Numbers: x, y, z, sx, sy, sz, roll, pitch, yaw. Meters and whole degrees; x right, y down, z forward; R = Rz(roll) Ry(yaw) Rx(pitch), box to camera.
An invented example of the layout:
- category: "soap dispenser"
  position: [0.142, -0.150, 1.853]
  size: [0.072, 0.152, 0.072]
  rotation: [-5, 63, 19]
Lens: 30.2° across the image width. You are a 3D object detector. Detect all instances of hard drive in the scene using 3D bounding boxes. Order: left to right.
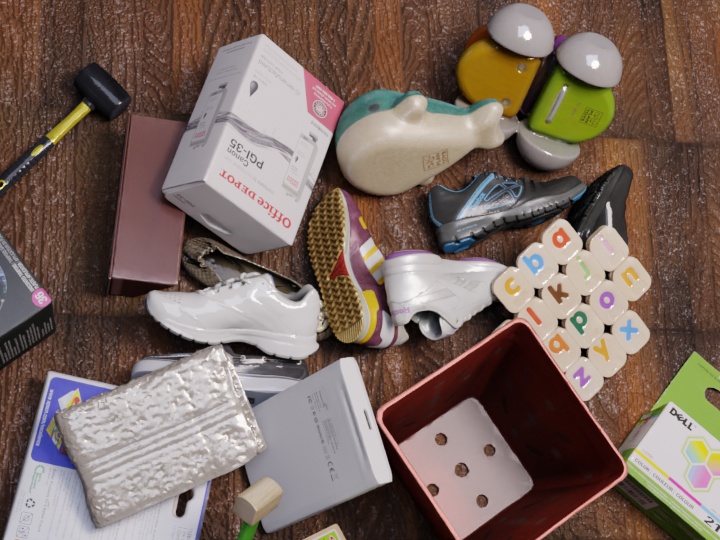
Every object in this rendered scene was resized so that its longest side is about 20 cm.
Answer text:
- category: "hard drive"
  position: [-0.054, 0.187, 1.403]
  size: [0.027, 0.200, 0.133]
  rotation: [-5, 71, -43]

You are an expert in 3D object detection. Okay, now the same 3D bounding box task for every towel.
- category: "towel"
  position: [-0.208, 0.171, 1.402]
  size: [0.199, 0.034, 0.133]
  rotation: [-22, 90, -14]

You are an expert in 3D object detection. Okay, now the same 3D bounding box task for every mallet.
- category: "mallet"
  position: [-0.345, -0.148, 1.537]
  size: [0.066, 0.041, 0.200]
  rotation: [36, 74, -1]

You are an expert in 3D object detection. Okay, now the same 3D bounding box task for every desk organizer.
- category: "desk organizer"
  position: [-0.238, -0.071, 1.512]
  size: [0.077, 0.072, 0.201]
  rotation: [7, 71, -11]

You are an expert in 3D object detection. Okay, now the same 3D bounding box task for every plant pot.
- category: "plant pot"
  position: [0.130, 0.203, 1.440]
  size: [0.200, 0.176, 0.200]
  rotation: [-31, 81, -19]

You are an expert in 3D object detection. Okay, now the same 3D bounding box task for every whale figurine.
- category: "whale figurine"
  position: [0.067, -0.166, 1.563]
  size: [0.199, 0.159, 0.104]
  rotation: [-15, 56, 0]

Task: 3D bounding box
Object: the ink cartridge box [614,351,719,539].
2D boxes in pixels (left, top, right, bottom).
- category: "ink cartridge box"
  position: [0.399, 0.204, 1.546]
  size: [0.148, 0.076, 0.200]
  rotation: [40, 71, 3]

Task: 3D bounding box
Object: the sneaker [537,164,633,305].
- category: "sneaker"
  position: [0.289, -0.033, 1.609]
  size: [0.090, 0.076, 0.201]
  rotation: [29, 79, -8]

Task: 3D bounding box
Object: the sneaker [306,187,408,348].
- category: "sneaker"
  position: [0.000, 0.000, 1.543]
  size: [0.090, 0.075, 0.201]
  rotation: [13, 55, -39]

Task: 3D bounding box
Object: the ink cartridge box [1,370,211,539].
- category: "ink cartridge box"
  position: [-0.262, 0.226, 1.428]
  size: [0.199, 0.047, 0.199]
  rotation: [14, 69, -9]

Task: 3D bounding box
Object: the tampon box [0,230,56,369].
- category: "tampon box"
  position: [-0.445, 0.048, 1.403]
  size: [0.200, 0.126, 0.150]
  rotation: [-36, 82, -19]

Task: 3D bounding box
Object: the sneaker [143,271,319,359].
- category: "sneaker"
  position: [-0.138, 0.039, 1.469]
  size: [0.199, 0.075, 0.088]
  rotation: [9, 102, -16]

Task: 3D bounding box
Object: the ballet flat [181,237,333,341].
- category: "ballet flat"
  position: [-0.116, 0.019, 1.519]
  size: [0.199, 0.046, 0.068]
  rotation: [30, 70, -1]

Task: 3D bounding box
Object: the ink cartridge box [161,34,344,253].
- category: "ink cartridge box"
  position: [-0.118, -0.140, 1.513]
  size: [0.146, 0.083, 0.201]
  rotation: [36, 60, -36]

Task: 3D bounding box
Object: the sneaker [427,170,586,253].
- category: "sneaker"
  position: [0.176, -0.089, 1.597]
  size: [0.199, 0.073, 0.082]
  rotation: [-17, 76, -16]

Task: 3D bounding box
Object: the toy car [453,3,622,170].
- category: "toy car"
  position: [0.215, -0.234, 1.623]
  size: [0.199, 0.176, 0.150]
  rotation: [21, 33, -3]

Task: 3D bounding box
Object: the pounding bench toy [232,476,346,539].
- category: "pounding bench toy"
  position: [-0.097, 0.328, 1.361]
  size: [0.124, 0.156, 0.201]
  rotation: [-17, 74, -49]

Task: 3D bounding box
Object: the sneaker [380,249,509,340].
- category: "sneaker"
  position: [0.104, 0.033, 1.527]
  size: [0.199, 0.075, 0.100]
  rotation: [5, 75, -36]

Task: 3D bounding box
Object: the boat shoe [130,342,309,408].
- category: "boat shoe"
  position: [-0.151, 0.110, 1.477]
  size: [0.199, 0.070, 0.067]
  rotation: [6, 54, -6]

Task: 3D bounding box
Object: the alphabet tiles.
- category: "alphabet tiles"
  position: [0.245, 0.047, 1.551]
  size: [0.200, 0.015, 0.196]
  rotation: [-44, 110, -7]
